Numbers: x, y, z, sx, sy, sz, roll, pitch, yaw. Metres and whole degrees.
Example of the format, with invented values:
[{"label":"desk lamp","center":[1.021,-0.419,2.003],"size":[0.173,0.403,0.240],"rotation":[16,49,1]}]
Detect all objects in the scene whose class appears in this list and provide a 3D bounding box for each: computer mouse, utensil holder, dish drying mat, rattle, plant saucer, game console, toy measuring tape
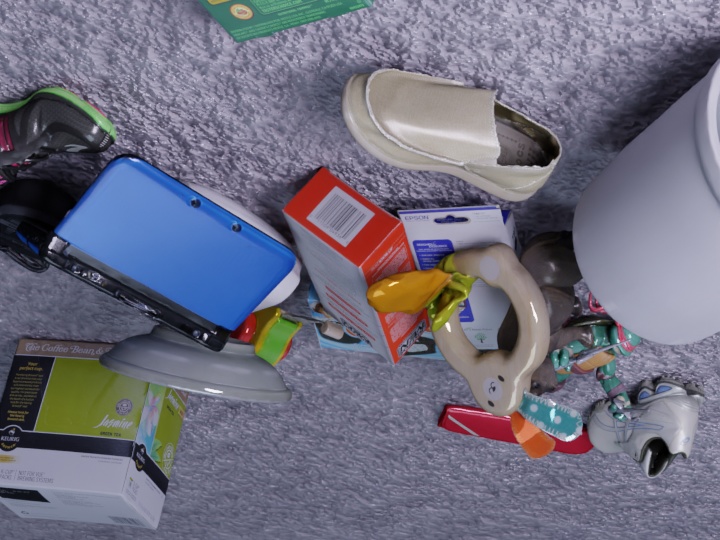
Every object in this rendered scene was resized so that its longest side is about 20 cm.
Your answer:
[{"label":"computer mouse","center":[-0.336,-0.055,1.253],"size":[0.138,0.053,0.199],"rotation":[30,157,-30]},{"label":"utensil holder","center":[0.271,-0.049,0.926],"size":[0.168,0.172,0.200],"rotation":[17,154,-14]},{"label":"dish drying mat","center":[0.199,0.202,1.592],"size":[0.197,0.018,0.077],"rotation":[11,152,-2]},{"label":"rattle","center":[0.103,0.086,1.092],"size":[0.129,0.203,0.142],"rotation":[-13,-177,26]},{"label":"plant saucer","center":[-0.162,0.089,1.269],"size":[0.197,0.051,0.200],"rotation":[12,180,0]},{"label":"game console","center":[-0.188,-0.023,1.146],"size":[0.199,0.119,0.170],"rotation":[32,176,-30]},{"label":"toy measuring tape","center":[-0.088,0.076,1.334],"size":[0.073,0.074,0.199],"rotation":[29,169,-34]}]

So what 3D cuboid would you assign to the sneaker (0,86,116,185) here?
[{"label":"sneaker","center":[-0.298,-0.107,1.096],"size":[0.197,0.085,0.077],"rotation":[-3,151,24]}]

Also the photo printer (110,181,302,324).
[{"label":"photo printer","center":[-0.167,-0.012,1.248],"size":[0.198,0.070,0.166],"rotation":[-18,140,42]}]

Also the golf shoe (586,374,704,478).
[{"label":"golf shoe","center":[0.320,0.194,1.452],"size":[0.077,0.099,0.200],"rotation":[14,154,-13]}]

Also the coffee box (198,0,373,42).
[{"label":"coffee box","center":[-0.085,-0.236,0.822],"size":[0.121,0.045,0.200],"rotation":[-8,148,31]}]

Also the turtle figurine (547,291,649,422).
[{"label":"turtle figurine","center":[0.226,0.098,1.295],"size":[0.149,0.102,0.199],"rotation":[35,141,-29]}]

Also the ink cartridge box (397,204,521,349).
[{"label":"ink cartridge box","center":[0.105,-0.001,1.185],"size":[0.098,0.040,0.201],"rotation":[-1,139,18]}]

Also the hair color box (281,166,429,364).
[{"label":"hair color box","center":[0.000,0.000,1.182],"size":[0.101,0.061,0.201],"rotation":[36,163,25]}]

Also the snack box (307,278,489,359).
[{"label":"snack box","center":[0.048,0.052,1.334],"size":[0.197,0.038,0.117],"rotation":[5,151,9]}]

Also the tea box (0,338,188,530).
[{"label":"tea box","center":[-0.343,0.204,1.581],"size":[0.197,0.199,0.134],"rotation":[3,152,15]}]

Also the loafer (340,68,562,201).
[{"label":"loafer","center":[0.076,-0.114,0.976],"size":[0.198,0.077,0.068],"rotation":[15,153,-30]}]

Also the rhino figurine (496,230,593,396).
[{"label":"rhino figurine","center":[0.170,0.047,1.161],"size":[0.086,0.060,0.202],"rotation":[-2,126,-19]}]
